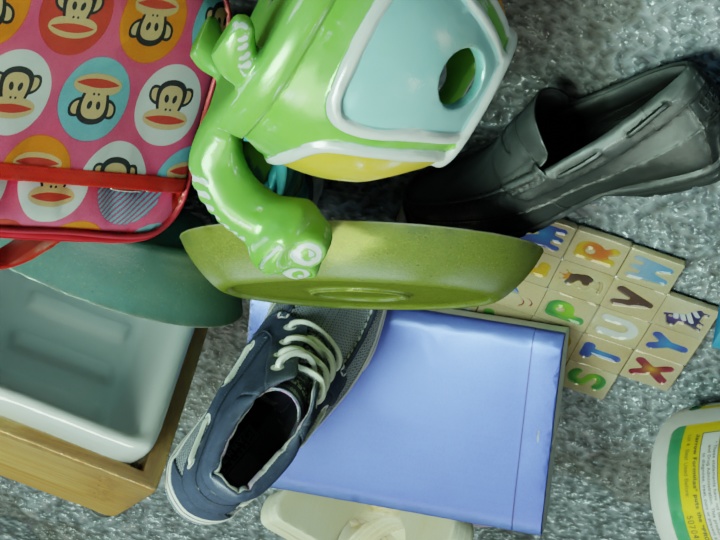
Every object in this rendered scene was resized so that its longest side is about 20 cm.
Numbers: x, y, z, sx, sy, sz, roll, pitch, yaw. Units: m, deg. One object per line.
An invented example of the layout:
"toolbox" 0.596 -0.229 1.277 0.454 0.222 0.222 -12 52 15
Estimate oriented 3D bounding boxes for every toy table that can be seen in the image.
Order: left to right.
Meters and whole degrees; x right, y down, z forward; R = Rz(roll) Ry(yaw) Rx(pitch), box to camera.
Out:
"toy table" 0.019 0.160 1.441 0.200 0.117 0.184 26 146 -15

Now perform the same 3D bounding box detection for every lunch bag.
"lunch bag" -0.172 -0.084 1.075 0.200 0.176 0.082 2 -159 -43

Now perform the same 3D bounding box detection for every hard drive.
"hard drive" 0.024 0.085 1.334 0.200 0.025 0.132 9 105 13

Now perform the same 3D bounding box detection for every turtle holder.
"turtle holder" -0.006 -0.097 1.023 0.132 0.186 0.141 28 157 -13

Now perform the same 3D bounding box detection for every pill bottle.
"pill bottle" 0.285 0.126 1.274 0.200 0.113 0.113 -12 136 36

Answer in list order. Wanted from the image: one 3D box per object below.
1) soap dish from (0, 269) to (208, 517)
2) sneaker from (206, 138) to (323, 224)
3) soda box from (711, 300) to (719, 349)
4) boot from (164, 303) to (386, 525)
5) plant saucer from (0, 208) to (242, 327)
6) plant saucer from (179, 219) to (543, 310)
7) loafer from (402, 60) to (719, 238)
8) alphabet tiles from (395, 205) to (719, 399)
"soap dish" -0.181 0.050 1.296 0.157 0.200 0.081 21 128 -6
"sneaker" -0.065 -0.057 1.199 0.077 0.080 0.200 14 150 6
"soda box" 0.250 -0.024 1.121 0.068 0.064 0.200 17 146 0
"boot" -0.035 0.063 1.239 0.073 0.200 0.090 37 157 -9
"plant saucer" -0.155 -0.027 1.238 0.200 0.200 0.036 21 103 -6
"plant saucer" 0.000 0.000 1.164 0.200 0.031 0.200 3 174 0
"loafer" 0.104 -0.066 1.128 0.200 0.068 0.070 -15 126 32
"alphabet tiles" 0.110 0.018 1.295 0.200 0.006 0.166 19 147 -2
